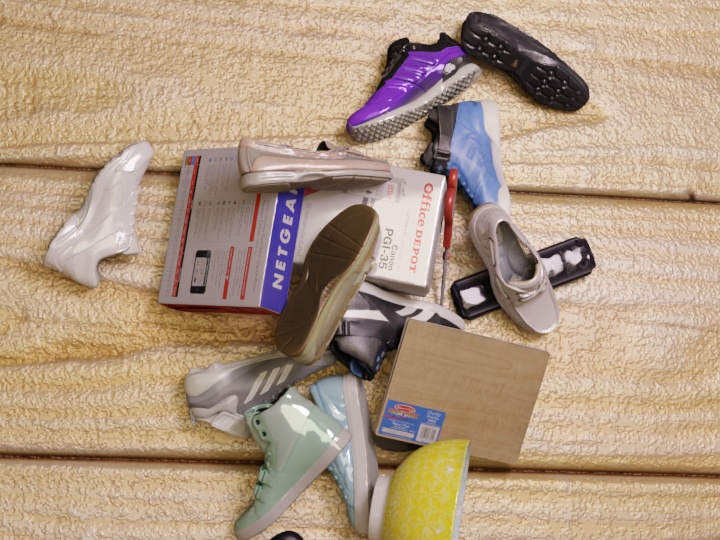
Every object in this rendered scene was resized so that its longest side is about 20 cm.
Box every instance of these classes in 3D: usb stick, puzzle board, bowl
[{"bbox_3d":[0.213,0.010,1.753,0.197,0.033,0.056,-20,83,-10],"label":"usb stick"},{"bbox_3d":[0.127,0.151,1.667,0.197,0.017,0.153,14,100,-17],"label":"puzzle board"},{"bbox_3d":[0.067,0.298,1.618,0.106,0.200,0.203,7,80,8],"label":"bowl"}]

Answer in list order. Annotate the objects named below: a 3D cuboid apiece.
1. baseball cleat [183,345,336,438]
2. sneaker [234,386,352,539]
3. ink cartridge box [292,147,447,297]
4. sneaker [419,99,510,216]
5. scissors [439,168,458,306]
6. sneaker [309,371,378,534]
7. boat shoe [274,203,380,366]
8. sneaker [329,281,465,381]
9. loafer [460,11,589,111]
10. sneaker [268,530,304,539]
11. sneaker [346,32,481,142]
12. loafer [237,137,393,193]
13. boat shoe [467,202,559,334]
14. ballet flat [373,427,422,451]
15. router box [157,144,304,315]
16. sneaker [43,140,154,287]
[{"bbox_3d":[-0.120,0.151,1.677,0.197,0.070,0.108,-11,90,0],"label":"baseball cleat"},{"bbox_3d":[-0.113,0.232,1.636,0.118,0.074,0.201,43,105,2],"label":"sneaker"},{"bbox_3d":[0.002,-0.060,1.670,0.197,0.083,0.149,10,81,5],"label":"ink cartridge box"},{"bbox_3d":[0.131,-0.121,1.738,0.109,0.077,0.203,-4,83,-9],"label":"sneaker"},{"bbox_3d":[0.113,-0.033,1.711,0.014,0.074,0.202,4,126,5],"label":"scissors"},{"bbox_3d":[-0.025,0.231,1.678,0.081,0.074,0.203,-8,82,13],"label":"sneaker"},{"bbox_3d":[-0.031,0.017,1.597,0.073,0.063,0.203,21,82,36],"label":"boat shoe"},{"bbox_3d":[0.038,0.090,1.674,0.198,0.073,0.114,18,69,-26],"label":"sneaker"},{"bbox_3d":[0.222,-0.283,1.779,0.199,0.068,0.071,29,39,-14],"label":"loafer"},{"bbox_3d":[-0.126,0.408,1.618,0.070,0.090,0.201,36,79,-1],"label":"sneaker"},{"bbox_3d":[0.053,-0.248,1.756,0.198,0.070,0.100,-30,80,-15],"label":"sneaker"},{"bbox_3d":[-0.052,-0.129,1.574,0.197,0.072,0.064,-5,81,-28],"label":"loafer"},{"bbox_3d":[0.202,0.008,1.687,0.071,0.069,0.201,-37,115,-6],"label":"boat shoe"},{"bbox_3d":[0.107,0.177,1.707,0.197,0.068,0.047,-20,45,-8],"label":"ballet flat"},{"bbox_3d":[-0.158,-0.049,1.647,0.049,0.178,0.203,20,76,-50],"label":"router box"},{"bbox_3d":[-0.308,-0.067,1.680,0.099,0.078,0.201,34,88,-8],"label":"sneaker"}]
